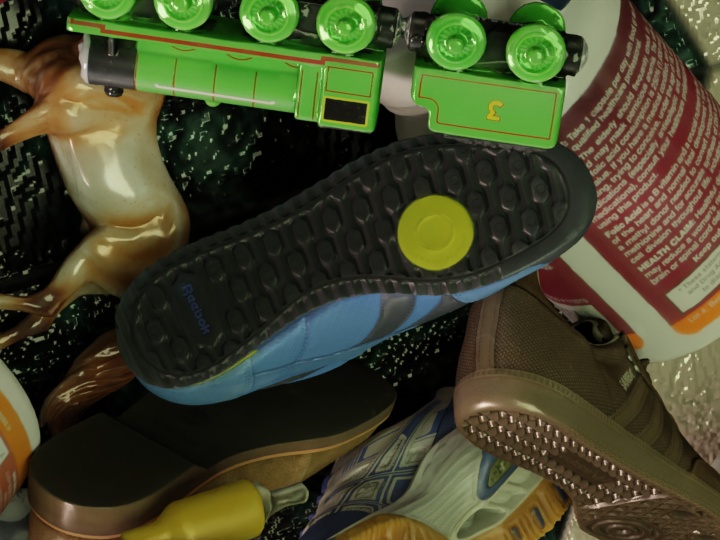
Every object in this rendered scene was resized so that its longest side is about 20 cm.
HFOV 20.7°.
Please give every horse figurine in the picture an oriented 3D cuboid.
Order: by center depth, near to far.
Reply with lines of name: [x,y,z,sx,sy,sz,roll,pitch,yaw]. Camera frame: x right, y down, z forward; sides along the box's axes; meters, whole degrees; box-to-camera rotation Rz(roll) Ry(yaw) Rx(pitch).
horse figurine: [-0.118,-0.032,0.803,0.132,0.050,0.201,-17,112,-14]

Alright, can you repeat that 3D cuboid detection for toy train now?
toy train: [-0.015,-0.082,0.742,0.199,0.042,0.057,8,114,3]

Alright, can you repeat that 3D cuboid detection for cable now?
cable: [-0.107,0.125,0.729,0.199,0.050,0.098,4,96,-27]

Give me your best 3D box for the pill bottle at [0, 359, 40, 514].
pill bottle: [-0.214,0.109,0.730,0.112,0.112,0.200,56,48,-28]

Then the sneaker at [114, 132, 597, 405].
sneaker: [0.000,0.000,0.794,0.199,0.078,0.066,-22,75,7]

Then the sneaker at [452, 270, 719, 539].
sneaker: [0.110,0.062,0.842,0.200,0.070,0.076,39,52,-48]

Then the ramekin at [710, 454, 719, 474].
ramekin: [0.251,0.134,0.944,0.202,0.202,0.095,-4,98,-21]

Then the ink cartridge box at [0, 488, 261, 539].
ink cartridge box: [-0.124,0.183,0.807,0.197,0.201,0.043,-2,148,-23]

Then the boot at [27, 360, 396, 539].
boot: [-0.063,0.088,0.837,0.200,0.073,0.076,-21,130,-45]

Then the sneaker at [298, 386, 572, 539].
sneaker: [0.010,0.119,0.867,0.200,0.088,0.076,-33,116,-34]

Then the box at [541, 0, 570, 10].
box: [-0.001,-0.190,0.735,0.200,0.137,0.038,23,129,-23]

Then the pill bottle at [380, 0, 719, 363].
pill bottle: [0.087,-0.061,0.843,0.114,0.114,0.200,-47,120,-1]

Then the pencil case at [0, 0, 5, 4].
pencil case: [-0.148,-0.140,0.736,0.200,0.078,0.087,-34,79,-7]
